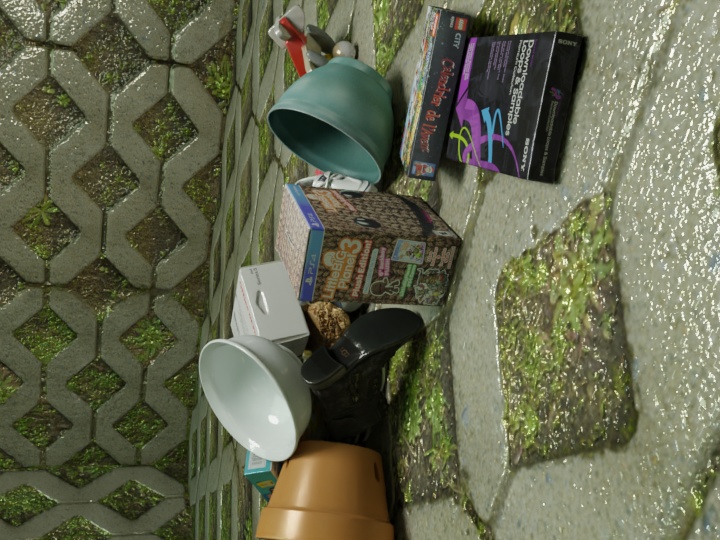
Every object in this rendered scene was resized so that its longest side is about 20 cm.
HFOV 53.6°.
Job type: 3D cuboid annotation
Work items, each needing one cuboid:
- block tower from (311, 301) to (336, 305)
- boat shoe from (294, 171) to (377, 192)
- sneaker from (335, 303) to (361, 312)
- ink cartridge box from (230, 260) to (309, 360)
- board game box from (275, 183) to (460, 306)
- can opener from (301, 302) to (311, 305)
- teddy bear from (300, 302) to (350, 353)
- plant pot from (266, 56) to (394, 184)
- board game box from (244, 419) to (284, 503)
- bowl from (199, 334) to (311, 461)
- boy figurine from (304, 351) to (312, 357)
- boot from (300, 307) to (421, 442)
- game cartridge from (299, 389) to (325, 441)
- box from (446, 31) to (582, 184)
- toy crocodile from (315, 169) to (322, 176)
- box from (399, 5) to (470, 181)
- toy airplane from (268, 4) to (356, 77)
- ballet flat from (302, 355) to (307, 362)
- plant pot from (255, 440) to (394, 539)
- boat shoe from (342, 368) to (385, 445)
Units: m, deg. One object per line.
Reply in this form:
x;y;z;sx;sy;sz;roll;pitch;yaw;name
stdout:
-0.043;0.017;1.232;0.054;0.058;0.201;-49;-25;-71;block tower
-0.050;-0.126;1.158;0.200;0.065;0.074;-2;46;55;boat shoe
0.000;0.000;1.133;0.087;0.077;0.201;-114;32;-46;sneaker
-0.158;0.098;1.209;0.200;0.084;0.146;114;140;-56;ink cartridge box
0.003;-0.035;0.939;0.160;0.199;0.097;-123;40;-59;board game box
-0.110;0.045;1.416;0.067;0.053;0.200;-52;-8;-9;can opener
-0.042;0.139;1.190;0.145;0.067;0.201;-8;105;56;teddy bear
-0.028;-0.245;1.117;0.135;0.200;0.200;-62;15;-13;plant pot
-0.124;0.312;1.177;0.200;0.047;0.151;67;-163;-44;board game box
-0.138;0.171;1.051;0.200;0.090;0.202;24;129;32;bowl
-0.067;0.071;1.333;0.124;0.064;0.201;-159;76;-65;boy figurine
0.012;0.156;1.029;0.069;0.199;0.175;54;170;45;boot
-0.082;0.280;1.210;0.176;0.032;0.201;-26;-79;-81;game cartridge
0.157;-0.179;0.769;0.200;0.036;0.144;-142;57;-66;box
-0.054;-0.169;1.334;0.200;0.061;0.068;-110;30;-49;toy crocodile
0.091;-0.229;0.911;0.137;0.037;0.201;-92;11;-68;box
-0.080;-0.402;1.330;0.199;0.140;0.201;39;-145;-75;toy airplane
-0.107;0.163;1.427;0.069;0.069;0.201;-133;49;-64;ballet flat
-0.044;0.332;1.045;0.200;0.199;0.141;134;146;-62;plant pot
-0.009;0.198;1.112;0.075;0.060;0.201;15;114;29;boat shoe
